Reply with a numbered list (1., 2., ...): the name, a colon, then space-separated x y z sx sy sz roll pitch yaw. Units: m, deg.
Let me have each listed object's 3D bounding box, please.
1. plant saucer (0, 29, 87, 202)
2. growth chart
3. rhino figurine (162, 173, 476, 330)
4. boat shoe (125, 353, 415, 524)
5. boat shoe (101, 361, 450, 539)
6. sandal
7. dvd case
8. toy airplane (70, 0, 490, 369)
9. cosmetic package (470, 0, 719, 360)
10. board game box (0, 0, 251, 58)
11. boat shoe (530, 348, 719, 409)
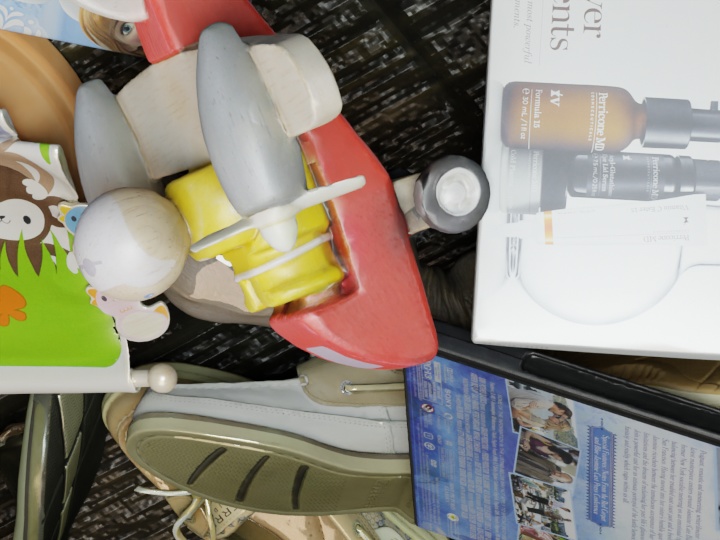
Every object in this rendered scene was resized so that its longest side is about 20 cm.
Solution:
1. plant saucer: -0.214 -0.045 1.340 0.200 0.037 0.200 3 128 3
2. growth chart: -0.170 -0.017 1.309 0.144 0.018 0.200 -9 126 27
3. rhino figurine: 0.000 0.000 1.321 0.200 0.088 0.060 13 129 -5
4. boat shoe: -0.009 0.071 1.378 0.200 0.069 0.075 10 153 -15
5. boat shoe: -0.037 0.114 1.430 0.200 0.063 0.073 32 125 -18
6. sandal: -0.169 0.120 1.444 0.057 0.080 0.201 23 129 5
7. dvd case: 0.113 0.094 1.269 0.200 0.018 0.143 18 144 17
8. toy airplane: -0.062 -0.052 1.171 0.199 0.141 0.200 36 160 31
9. cosmetic package: 0.124 -0.065 1.209 0.150 0.052 0.200 3 88 1
10. board game box: -0.129 -0.187 1.215 0.199 0.043 0.200 11 129 -2
11. boat shoe: 0.147 0.066 1.288 0.200 0.074 0.069 0 112 48
